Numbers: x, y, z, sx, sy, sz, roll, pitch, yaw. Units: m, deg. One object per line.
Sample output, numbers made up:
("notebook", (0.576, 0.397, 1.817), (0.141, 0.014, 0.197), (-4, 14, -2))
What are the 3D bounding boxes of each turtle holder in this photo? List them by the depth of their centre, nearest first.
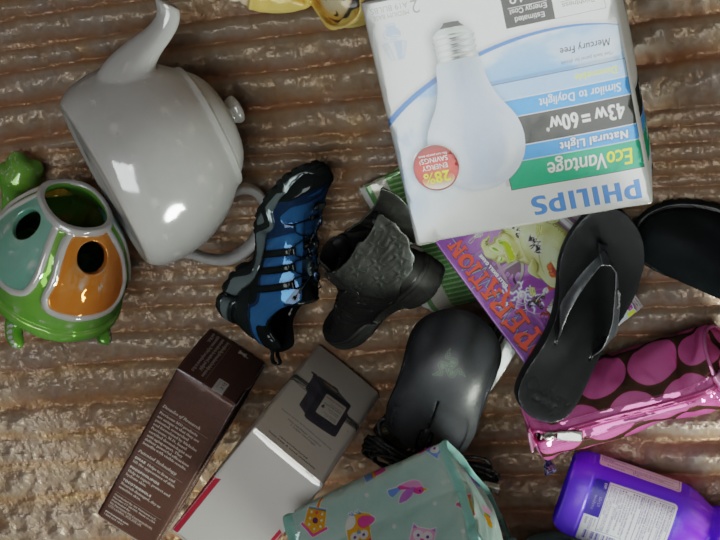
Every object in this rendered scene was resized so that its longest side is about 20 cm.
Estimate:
("turtle holder", (-0.288, -0.024, 1.382), (0.140, 0.186, 0.132), (12, 126, -16))

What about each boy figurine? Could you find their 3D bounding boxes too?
("boy figurine", (-0.069, -0.276, 1.268), (0.200, 0.064, 0.124), (41, 112, 0))

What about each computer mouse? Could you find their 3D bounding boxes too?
("computer mouse", (0.074, 0.127, 1.311), (0.137, 0.053, 0.201), (15, 125, 7))

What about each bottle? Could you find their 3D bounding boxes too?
("bottle", (0.287, 0.239, 1.368), (0.198, 0.065, 0.084), (18, 114, 7))

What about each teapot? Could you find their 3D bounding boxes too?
("teapot", (-0.170, -0.109, 1.311), (0.145, 0.200, 0.198), (-29, 79, -11))

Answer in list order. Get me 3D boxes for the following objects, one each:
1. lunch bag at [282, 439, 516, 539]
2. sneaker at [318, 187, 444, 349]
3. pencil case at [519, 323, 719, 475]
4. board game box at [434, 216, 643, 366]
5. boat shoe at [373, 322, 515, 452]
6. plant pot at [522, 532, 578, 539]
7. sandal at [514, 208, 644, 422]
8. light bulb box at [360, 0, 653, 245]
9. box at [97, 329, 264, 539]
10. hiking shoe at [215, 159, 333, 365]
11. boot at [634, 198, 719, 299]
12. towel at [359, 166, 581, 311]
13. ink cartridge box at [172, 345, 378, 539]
("lunch bag", (0.045, 0.249, 1.290), (0.169, 0.200, 0.123), (-24, 65, 8))
("sneaker", (-0.001, 0.003, 1.314), (0.104, 0.060, 0.199), (31, 142, -24))
("pencil case", (0.246, 0.115, 1.316), (0.199, 0.094, 0.091), (-21, 93, 19))
("board game box", (0.149, -0.012, 1.287), (0.120, 0.032, 0.200), (-37, 100, 5))
("boat shoe", (0.084, 0.105, 1.367), (0.064, 0.071, 0.200), (37, 116, -3))
("plant pot", (0.186, 0.338, 1.392), (0.198, 0.134, 0.202), (5, 114, 11))
("sandal", (0.198, 0.041, 1.264), (0.075, 0.043, 0.202), (17, 96, -9))
("light bulb box", (0.123, -0.145, 1.152), (0.197, 0.125, 0.202), (-10, 106, 16))
("box", (-0.180, 0.170, 1.443), (0.075, 0.100, 0.201), (33, 114, 0))
("hiking shoe", (-0.060, -0.012, 1.351), (0.087, 0.074, 0.201), (41, 126, 20))
("boot", (0.323, 0.013, 1.218), (0.199, 0.168, 0.077), (18, 114, 8))
("towel", (0.117, -0.056, 1.325), (0.199, 0.023, 0.153), (-24, 103, 20))
("ink cartridge box", (-0.076, 0.179, 1.366), (0.084, 0.200, 0.145), (39, 115, 0))
